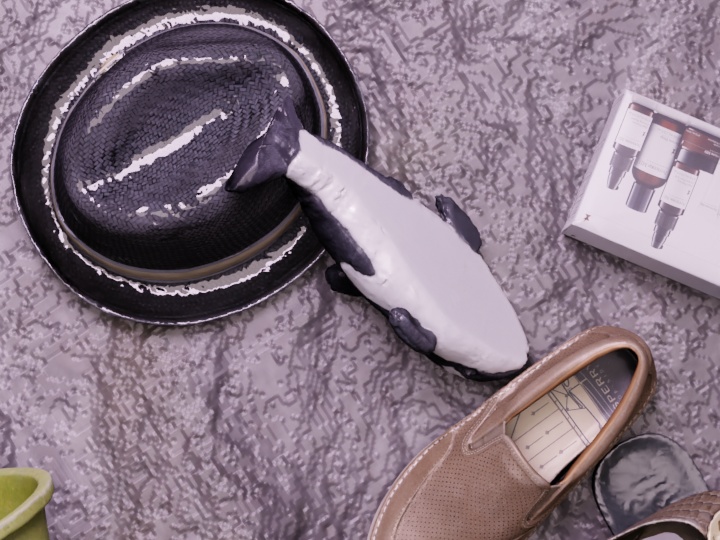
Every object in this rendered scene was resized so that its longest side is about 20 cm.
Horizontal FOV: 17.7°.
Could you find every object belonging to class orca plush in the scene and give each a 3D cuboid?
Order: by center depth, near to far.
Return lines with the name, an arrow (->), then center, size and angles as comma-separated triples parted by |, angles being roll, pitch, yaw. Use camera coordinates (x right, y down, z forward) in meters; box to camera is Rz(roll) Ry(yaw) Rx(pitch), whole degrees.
orca plush -> 0.000, 0.000, 1.230 | 0.200, 0.071, 0.106 | 30, 47, -34

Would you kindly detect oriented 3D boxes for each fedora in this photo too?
fedora -> -0.091, -0.067, 1.230 | 0.199, 0.092, 0.202 | 0, 87, -2

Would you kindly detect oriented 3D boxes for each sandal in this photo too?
sandal -> 0.193, 0.180, 1.245 | 0.075, 0.048, 0.201 | -36, 88, -3

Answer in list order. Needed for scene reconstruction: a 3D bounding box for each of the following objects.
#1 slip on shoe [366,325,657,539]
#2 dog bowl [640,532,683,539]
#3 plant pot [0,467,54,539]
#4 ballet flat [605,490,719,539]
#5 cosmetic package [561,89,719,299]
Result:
slip on shoe -> 0.081, 0.107, 1.240 | 0.200, 0.061, 0.076 | -39, 88, -4
dog bowl -> 0.179, 0.233, 1.193 | 0.199, 0.059, 0.201 | -3, 114, -6
plant pot -> -0.222, 0.223, 1.172 | 0.199, 0.200, 0.185 | -19, 98, -3
ballet flat -> 0.131, 0.167, 1.213 | 0.199, 0.046, 0.068 | -18, 80, 4
cosmetic package -> 0.218, -0.021, 1.259 | 0.199, 0.051, 0.083 | 22, 87, 0
